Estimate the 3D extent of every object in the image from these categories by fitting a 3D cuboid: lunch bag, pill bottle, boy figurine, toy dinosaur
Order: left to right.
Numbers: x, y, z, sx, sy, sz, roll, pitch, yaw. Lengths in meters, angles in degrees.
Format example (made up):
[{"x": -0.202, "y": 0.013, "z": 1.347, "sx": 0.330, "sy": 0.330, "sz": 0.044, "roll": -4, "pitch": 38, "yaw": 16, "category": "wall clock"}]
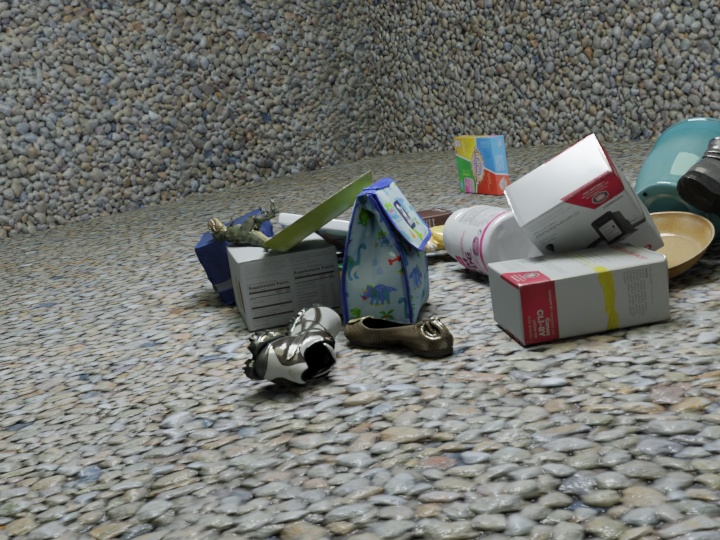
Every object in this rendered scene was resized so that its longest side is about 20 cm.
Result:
[{"x": -0.207, "y": -0.021, "z": 1.837, "sx": 0.135, "sy": 0.133, "sz": 0.200, "roll": -24, "pitch": 11, "yaw": 4, "category": "lunch bag"}, {"x": -0.176, "y": -0.072, "z": 1.677, "sx": 0.088, "sy": 0.048, "sz": 0.199, "roll": -48, "pitch": 31, "yaw": -21, "category": "toy dinosaur"}, {"x": 0.037, "y": -0.029, "z": 1.501, "sx": 0.126, "sy": 0.202, "sz": 0.170, "roll": -6, "pitch": 10, "yaw": 12, "category": "lunch bag"}, {"x": 0.150, "y": -0.052, "z": 1.899, "sx": 0.199, "sy": 0.065, "sz": 0.124, "roll": -2, "pitch": 13, "yaw": 34, "category": "boy figurine"}, {"x": 0.217, "y": -0.049, "z": 1.699, "sx": 0.113, "sy": 0.114, "sz": 0.200, "roll": -11, "pitch": 11, "yaw": -16, "category": "pill bottle"}]

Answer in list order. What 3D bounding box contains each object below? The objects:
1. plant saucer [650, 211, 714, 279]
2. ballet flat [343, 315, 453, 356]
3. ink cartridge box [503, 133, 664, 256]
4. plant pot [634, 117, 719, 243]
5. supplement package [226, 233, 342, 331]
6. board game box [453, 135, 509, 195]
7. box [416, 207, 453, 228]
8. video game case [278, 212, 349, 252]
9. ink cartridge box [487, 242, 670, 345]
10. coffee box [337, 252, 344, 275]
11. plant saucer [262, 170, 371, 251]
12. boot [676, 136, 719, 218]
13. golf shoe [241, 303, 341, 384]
[{"x": 0.430, "y": -0.027, "z": 1.532, "sx": 0.199, "sy": 0.036, "sz": 0.200, "roll": -17, "pitch": 23, "yaw": 8, "category": "plant saucer"}, {"x": 0.048, "y": 0.077, "z": 1.349, "sx": 0.067, "sy": 0.047, "sz": 0.199, "roll": -15, "pitch": 13, "yaw": -35, "category": "ballet flat"}, {"x": 0.314, "y": -0.072, "z": 1.422, "sx": 0.145, "sy": 0.200, "sz": 0.084, "roll": -33, "pitch": 45, "yaw": 18, "category": "ink cartridge box"}, {"x": 0.533, "y": -0.121, "z": 1.667, "sx": 0.199, "sy": 0.201, "sz": 0.188, "roll": 1, "pitch": 29, "yaw": 40, "category": "plant pot"}, {"x": -0.126, "y": 0.012, "z": 1.650, "sx": 0.155, "sy": 0.112, "sz": 0.200, "roll": -10, "pitch": 10, "yaw": -11, "category": "supplement package"}, {"x": 0.322, "y": -0.283, "z": 2.724, "sx": 0.040, "sy": 0.154, "sz": 0.200, "roll": -14, "pitch": 12, "yaw": -22, "category": "board game box"}, {"x": 0.083, "y": -0.071, "z": 2.029, "sx": 0.198, "sy": 0.076, "sz": 0.100, "roll": -9, "pitch": 10, "yaw": -12, "category": "box"}, {"x": -0.031, "y": -0.058, "z": 1.815, "sx": 0.198, "sy": 0.023, "sz": 0.182, "roll": 7, "pitch": -11, "yaw": 10, "category": "video game case"}, {"x": 0.283, "y": 0.027, "z": 1.334, "sx": 0.198, "sy": 0.084, "sz": 0.145, "roll": -10, "pitch": 11, "yaw": -7, "category": "ink cartridge box"}, {"x": 0.000, "y": 0.000, "z": 1.790, "sx": 0.199, "sy": 0.044, "sz": 0.123, "roll": 0, "pitch": 12, "yaw": 41, "category": "coffee box"}, {"x": -0.058, "y": -0.083, "z": 1.544, "sx": 0.199, "sy": 0.031, "sz": 0.200, "roll": -34, "pitch": 4, "yaw": 3, "category": "plant saucer"}, {"x": 0.588, "y": -0.115, "z": 1.536, "sx": 0.132, "sy": 0.200, "sz": 0.070, "roll": -41, "pitch": -13, "yaw": -29, "category": "boot"}, {"x": -0.061, "y": 0.102, "z": 1.283, "sx": 0.094, "sy": 0.078, "sz": 0.200, "roll": 16, "pitch": 22, "yaw": 23, "category": "golf shoe"}]
